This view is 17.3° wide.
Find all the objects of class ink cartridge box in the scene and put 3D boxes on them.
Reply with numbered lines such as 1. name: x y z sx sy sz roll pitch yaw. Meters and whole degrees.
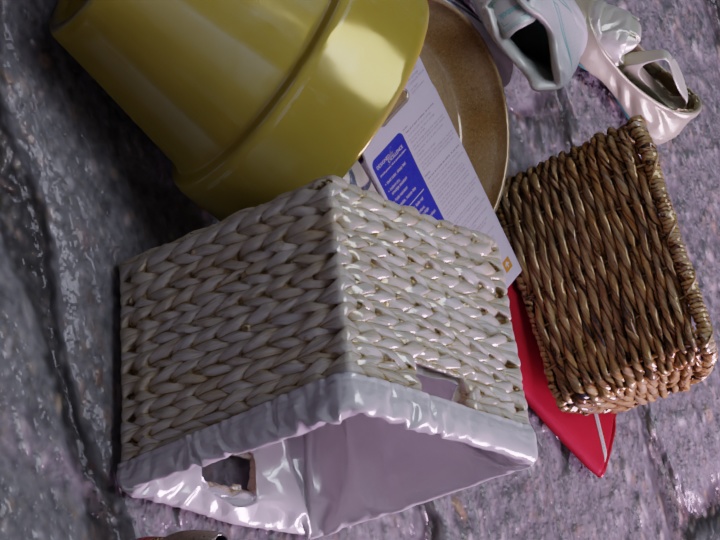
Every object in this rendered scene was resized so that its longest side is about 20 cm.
1. ink cartridge box: 0.046 -0.050 1.702 0.095 0.037 0.201 -48 125 -36

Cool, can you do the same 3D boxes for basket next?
1. basket: 0.216 -0.001 1.852 0.142 0.148 0.201 8 61 -57
2. basket: -0.024 0.059 1.486 0.198 0.199 0.162 20 58 -48

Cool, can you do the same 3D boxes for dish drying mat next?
1. dish drying mat: 0.140 0.073 1.848 0.200 0.018 0.077 49 42 -28

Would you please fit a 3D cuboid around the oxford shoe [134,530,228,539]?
1. oxford shoe: -0.091 0.254 1.414 0.070 0.074 0.201 -9 83 -55

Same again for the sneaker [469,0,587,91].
1. sneaker: 0.109 -0.222 1.779 0.201 0.070 0.080 52 26 -21

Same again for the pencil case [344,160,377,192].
1. pencil case: 0.000 0.000 1.647 0.078 0.089 0.201 -41 111 -22

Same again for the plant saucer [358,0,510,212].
1. plant saucer: 0.036 -0.102 1.744 0.200 0.035 0.202 2 87 -47

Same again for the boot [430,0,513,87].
1. boot: 0.052 -0.221 1.814 0.200 0.072 0.091 36 54 -38

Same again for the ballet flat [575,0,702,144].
1. ballet flat: 0.229 -0.187 2.042 0.200 0.069 0.070 42 45 -34

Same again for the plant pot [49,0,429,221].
1. plant pot: -0.088 -0.150 1.515 0.188 0.201 0.201 34 48 -19
